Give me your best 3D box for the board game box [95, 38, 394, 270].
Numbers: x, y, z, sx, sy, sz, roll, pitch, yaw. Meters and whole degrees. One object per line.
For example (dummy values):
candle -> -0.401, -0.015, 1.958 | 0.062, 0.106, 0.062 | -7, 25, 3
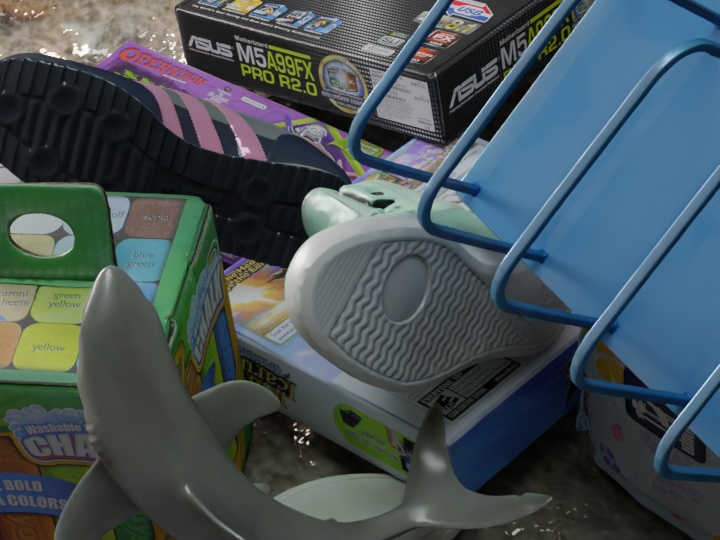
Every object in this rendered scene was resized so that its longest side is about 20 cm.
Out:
board game box -> -0.091, -0.057, 1.218 | 0.200, 0.032, 0.120 | 25, 56, 29

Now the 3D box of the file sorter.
file sorter -> 0.113, -0.030, 0.842 | 0.200, 0.123, 0.139 | 47, 109, 30

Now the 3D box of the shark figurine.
shark figurine -> -0.035, 0.098, 0.894 | 0.089, 0.214, 0.129 | 28, 93, 60

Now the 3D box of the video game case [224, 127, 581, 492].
video game case -> 0.043, 0.014, 1.094 | 0.181, 0.046, 0.200 | 26, 49, 37

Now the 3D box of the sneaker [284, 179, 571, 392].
sneaker -> 0.000, 0.000, 0.972 | 0.118, 0.074, 0.200 | 22, 10, 32

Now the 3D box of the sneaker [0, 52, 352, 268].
sneaker -> -0.098, -0.058, 1.080 | 0.199, 0.070, 0.082 | 23, 16, -16

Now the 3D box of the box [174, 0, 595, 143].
box -> 0.018, -0.148, 1.255 | 0.200, 0.044, 0.160 | 19, 44, 38

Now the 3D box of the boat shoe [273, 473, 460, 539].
boat shoe -> -0.027, 0.146, 0.966 | 0.073, 0.062, 0.200 | 23, 29, 33

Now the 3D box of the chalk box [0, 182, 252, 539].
chalk box -> -0.130, 0.045, 0.988 | 0.124, 0.200, 0.124 | 2, 45, 11

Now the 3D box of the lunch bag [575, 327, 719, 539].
lunch bag -> 0.195, 0.043, 0.971 | 0.199, 0.170, 0.127 | 7, 46, 10

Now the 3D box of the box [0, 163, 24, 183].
box -> -0.236, 0.012, 1.100 | 0.199, 0.117, 0.060 | -6, 43, 2
